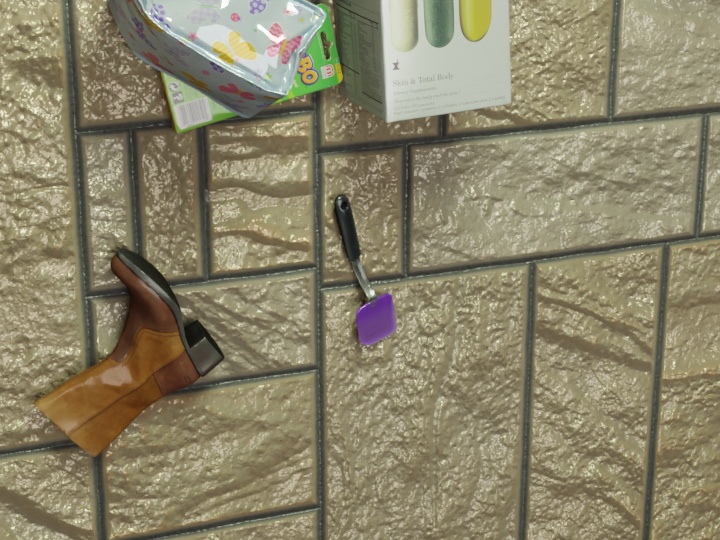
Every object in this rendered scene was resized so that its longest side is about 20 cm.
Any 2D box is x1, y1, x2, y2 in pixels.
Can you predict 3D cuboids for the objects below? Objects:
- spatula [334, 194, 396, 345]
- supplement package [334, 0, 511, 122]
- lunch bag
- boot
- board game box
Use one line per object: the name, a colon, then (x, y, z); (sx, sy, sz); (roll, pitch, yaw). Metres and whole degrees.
spatula: (0.000, 0.000, 1.827); (0.056, 0.021, 0.200); (-29, 115, -25)
supplement package: (0.065, -0.284, 1.679); (0.152, 0.151, 0.200); (-10, 112, -18)
lunch bag: (-0.157, -0.257, 1.570); (0.200, 0.170, 0.127); (26, 80, -13)
boot: (-0.284, 0.093, 1.736); (0.200, 0.068, 0.188); (-35, 125, 1)
board game box: (-0.122, -0.226, 1.694); (0.200, 0.030, 0.096); (-18, 113, -13)
